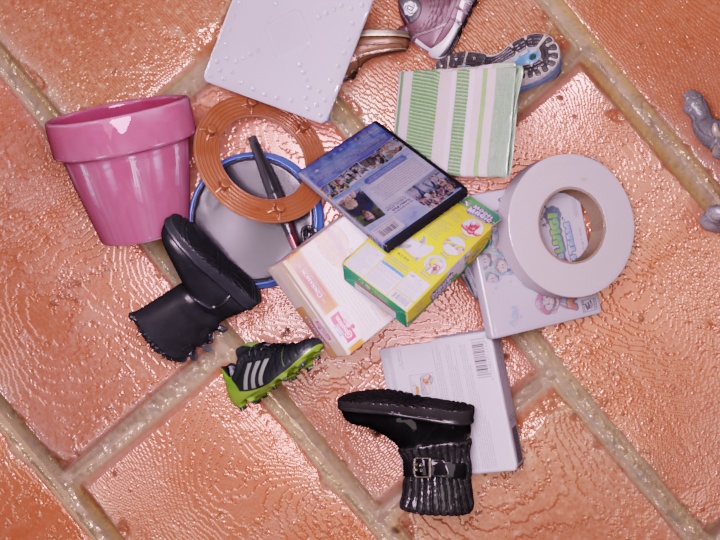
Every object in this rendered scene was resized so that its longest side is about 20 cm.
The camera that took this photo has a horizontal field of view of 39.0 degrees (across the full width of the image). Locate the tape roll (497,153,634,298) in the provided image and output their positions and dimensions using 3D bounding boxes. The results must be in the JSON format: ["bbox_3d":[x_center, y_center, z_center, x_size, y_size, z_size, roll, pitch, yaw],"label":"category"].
[{"bbox_3d":[0.286,-0.062,1.411,0.202,0.037,0.204,2,85,-19],"label":"tape roll"}]

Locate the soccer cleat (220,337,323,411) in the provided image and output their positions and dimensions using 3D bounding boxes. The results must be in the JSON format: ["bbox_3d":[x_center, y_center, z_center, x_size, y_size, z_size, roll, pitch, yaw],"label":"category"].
[{"bbox_3d":[-0.130,0.129,1.422,0.200,0.067,0.081,-35,80,40],"label":"soccer cleat"}]

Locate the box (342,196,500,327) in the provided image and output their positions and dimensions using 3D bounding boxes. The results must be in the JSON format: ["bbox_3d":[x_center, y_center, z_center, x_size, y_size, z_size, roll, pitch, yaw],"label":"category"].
[{"bbox_3d":[0.084,-0.031,1.347,0.117,0.048,0.200,37,68,23],"label":"box"}]

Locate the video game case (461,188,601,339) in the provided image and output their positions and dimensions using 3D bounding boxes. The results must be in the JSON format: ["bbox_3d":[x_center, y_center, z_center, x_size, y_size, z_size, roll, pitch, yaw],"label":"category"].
[{"bbox_3d":[0.240,-0.020,1.423,0.181,0.024,0.201,-11,91,-21],"label":"video game case"}]

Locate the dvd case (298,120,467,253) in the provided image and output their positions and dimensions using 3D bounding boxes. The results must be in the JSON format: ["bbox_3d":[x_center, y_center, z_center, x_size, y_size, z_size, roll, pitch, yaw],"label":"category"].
[{"bbox_3d":[0.028,-0.118,1.378,0.143,0.018,0.200,-35,52,-17],"label":"dvd case"}]

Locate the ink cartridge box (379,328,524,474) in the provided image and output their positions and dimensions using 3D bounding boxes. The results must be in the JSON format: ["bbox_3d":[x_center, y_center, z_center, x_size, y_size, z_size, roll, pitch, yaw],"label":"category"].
[{"bbox_3d":[0.130,0.193,1.460,0.173,0.044,0.201,-11,91,26],"label":"ink cartridge box"}]

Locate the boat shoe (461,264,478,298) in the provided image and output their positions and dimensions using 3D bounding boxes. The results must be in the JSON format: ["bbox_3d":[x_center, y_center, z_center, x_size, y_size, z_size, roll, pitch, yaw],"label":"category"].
[{"bbox_3d":[0.130,-0.051,1.438,0.071,0.070,0.201,-35,92,-4],"label":"boat shoe"}]

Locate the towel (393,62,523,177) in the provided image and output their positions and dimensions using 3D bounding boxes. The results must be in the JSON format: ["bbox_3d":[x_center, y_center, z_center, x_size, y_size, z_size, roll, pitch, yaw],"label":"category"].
[{"bbox_3d":[0.127,-0.204,1.388,0.200,0.023,0.153,6,89,40],"label":"towel"}]

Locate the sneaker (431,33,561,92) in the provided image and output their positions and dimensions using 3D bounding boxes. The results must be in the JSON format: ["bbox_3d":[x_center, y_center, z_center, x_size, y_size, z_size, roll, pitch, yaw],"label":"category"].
[{"bbox_3d":[0.190,-0.265,1.427,0.199,0.090,0.079,-8,77,24],"label":"sneaker"}]

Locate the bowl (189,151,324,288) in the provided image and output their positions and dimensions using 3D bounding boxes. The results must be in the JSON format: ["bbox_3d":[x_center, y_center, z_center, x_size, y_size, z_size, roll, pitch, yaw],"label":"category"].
[{"bbox_3d":[-0.153,-0.073,1.470,0.200,0.039,0.201,0,91,3],"label":"bowl"}]

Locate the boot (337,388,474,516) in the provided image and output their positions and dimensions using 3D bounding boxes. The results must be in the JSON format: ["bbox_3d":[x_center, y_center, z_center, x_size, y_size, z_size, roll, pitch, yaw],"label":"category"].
[{"bbox_3d":[0.061,0.257,1.431,0.210,0.079,0.158,7,99,23],"label":"boot"}]

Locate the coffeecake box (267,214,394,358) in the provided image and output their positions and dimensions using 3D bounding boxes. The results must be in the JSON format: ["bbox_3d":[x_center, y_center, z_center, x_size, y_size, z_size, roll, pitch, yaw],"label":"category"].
[{"bbox_3d":[0.000,0.000,1.399,0.200,0.073,0.154,-37,97,-23],"label":"coffeecake box"}]

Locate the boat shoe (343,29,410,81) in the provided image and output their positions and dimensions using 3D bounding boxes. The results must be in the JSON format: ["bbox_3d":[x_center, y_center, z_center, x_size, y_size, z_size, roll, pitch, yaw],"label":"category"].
[{"bbox_3d":[-0.024,-0.300,1.444,0.199,0.072,0.068,-4,91,17],"label":"boat shoe"}]

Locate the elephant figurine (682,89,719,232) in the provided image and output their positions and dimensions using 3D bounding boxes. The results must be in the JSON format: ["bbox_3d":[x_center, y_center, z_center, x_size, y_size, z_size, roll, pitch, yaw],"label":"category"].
[{"bbox_3d":[0.538,-0.154,1.394,0.155,0.141,0.201,15,75,-25],"label":"elephant figurine"}]

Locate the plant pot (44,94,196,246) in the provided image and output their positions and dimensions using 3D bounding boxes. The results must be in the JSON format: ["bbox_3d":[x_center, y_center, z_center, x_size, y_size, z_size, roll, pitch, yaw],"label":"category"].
[{"bbox_3d":[-0.318,-0.137,1.412,0.199,0.200,0.180,-9,106,3],"label":"plant pot"}]

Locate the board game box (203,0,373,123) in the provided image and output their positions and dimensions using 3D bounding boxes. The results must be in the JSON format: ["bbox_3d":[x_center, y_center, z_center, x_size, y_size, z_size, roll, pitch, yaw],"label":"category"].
[{"bbox_3d":[-0.097,-0.326,1.414,0.200,0.026,0.201,22,92,18],"label":"board game box"}]

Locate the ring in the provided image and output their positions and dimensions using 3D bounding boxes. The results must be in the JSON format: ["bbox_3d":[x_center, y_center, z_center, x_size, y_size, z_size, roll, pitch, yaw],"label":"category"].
[{"bbox_3d":[-0.134,-0.160,1.419,0.200,0.019,0.201,11,63,-23],"label":"ring"}]

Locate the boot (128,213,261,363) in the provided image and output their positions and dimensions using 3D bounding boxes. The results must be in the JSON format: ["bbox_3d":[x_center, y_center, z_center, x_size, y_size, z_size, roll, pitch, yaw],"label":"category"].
[{"bbox_3d":[-0.252,0.031,1.414,0.162,0.073,0.198,-34,125,14],"label":"boot"}]

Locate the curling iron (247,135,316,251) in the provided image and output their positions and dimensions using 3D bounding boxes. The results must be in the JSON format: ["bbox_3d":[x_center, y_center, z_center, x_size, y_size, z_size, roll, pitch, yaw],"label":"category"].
[{"bbox_3d":[-0.109,-0.101,1.437,0.049,0.026,0.200,-28,84,-18],"label":"curling iron"}]

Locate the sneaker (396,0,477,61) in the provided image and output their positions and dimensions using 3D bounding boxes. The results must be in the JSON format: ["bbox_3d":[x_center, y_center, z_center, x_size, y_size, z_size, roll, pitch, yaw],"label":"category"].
[{"bbox_3d":[0.115,-0.407,1.432,0.115,0.076,0.200,28,93,5],"label":"sneaker"}]
